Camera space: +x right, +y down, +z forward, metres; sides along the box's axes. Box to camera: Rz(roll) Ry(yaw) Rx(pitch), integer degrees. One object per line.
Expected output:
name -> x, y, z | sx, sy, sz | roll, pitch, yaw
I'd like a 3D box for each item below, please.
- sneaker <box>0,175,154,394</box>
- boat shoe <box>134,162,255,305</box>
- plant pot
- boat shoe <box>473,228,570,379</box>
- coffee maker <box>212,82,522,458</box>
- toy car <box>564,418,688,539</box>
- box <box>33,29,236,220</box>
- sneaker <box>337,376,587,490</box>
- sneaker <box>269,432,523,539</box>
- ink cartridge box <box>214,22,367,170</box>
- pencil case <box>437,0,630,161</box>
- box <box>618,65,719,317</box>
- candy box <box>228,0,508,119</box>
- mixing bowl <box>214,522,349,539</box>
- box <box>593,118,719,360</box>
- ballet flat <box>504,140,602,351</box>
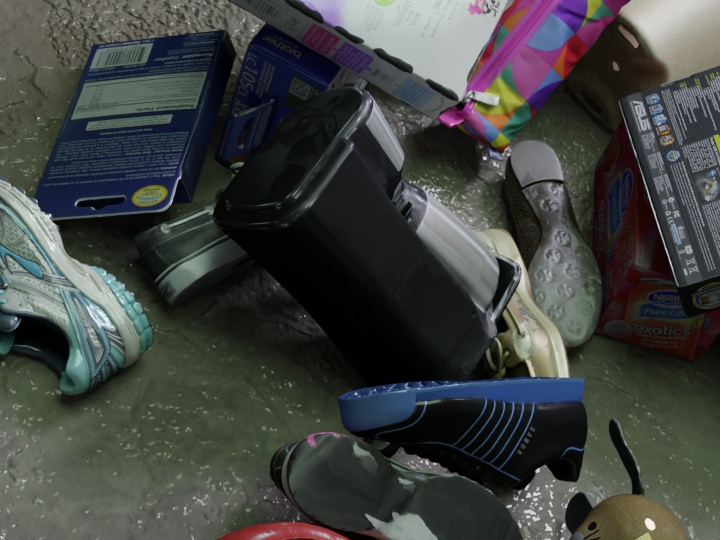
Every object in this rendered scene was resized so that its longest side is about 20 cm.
sneaker -> -0.243, 0.008, 1.159 | 0.199, 0.078, 0.086 | 37, 53, 9
boat shoe -> -0.086, -0.045, 1.264 | 0.198, 0.074, 0.068 | -31, 83, -27
plant pot -> 0.285, -0.224, 1.492 | 0.183, 0.201, 0.201 | -34, 70, -26
boat shoe -> 0.108, 0.051, 1.273 | 0.062, 0.074, 0.201 | -1, 44, -20
coffee maker -> 0.000, 0.000, 1.171 | 0.200, 0.134, 0.193 | 46, 43, -29
toy car -> 0.167, 0.204, 1.119 | 0.156, 0.165, 0.201 | 12, 42, -13
box -> -0.175, -0.105, 1.266 | 0.120, 0.033, 0.201 | -3, 46, 17
sneaker -> 0.076, 0.115, 1.138 | 0.198, 0.070, 0.079 | 0, 87, -27
sneaker -> 0.023, 0.164, 1.143 | 0.199, 0.086, 0.081 | 35, 77, -20
ink cartridge box -> -0.046, -0.157, 1.326 | 0.076, 0.137, 0.201 | 27, 48, 3
pencil case -> 0.146, -0.190, 1.388 | 0.088, 0.200, 0.088 | 39, 4, -4
box -> 0.302, -0.075, 1.279 | 0.159, 0.044, 0.201 | -18, 51, 9
candy box -> 0.017, -0.238, 1.232 | 0.199, 0.072, 0.169 | 29, 77, -9
mixing bowl -> -0.045, 0.236, 1.037 | 0.198, 0.109, 0.202 | 11, 49, -13
box -> 0.258, -0.038, 1.381 | 0.099, 0.096, 0.201 | 16, 49, -8
ballet flat -> 0.155, -0.017, 1.363 | 0.067, 0.047, 0.202 | -5, 58, -10
